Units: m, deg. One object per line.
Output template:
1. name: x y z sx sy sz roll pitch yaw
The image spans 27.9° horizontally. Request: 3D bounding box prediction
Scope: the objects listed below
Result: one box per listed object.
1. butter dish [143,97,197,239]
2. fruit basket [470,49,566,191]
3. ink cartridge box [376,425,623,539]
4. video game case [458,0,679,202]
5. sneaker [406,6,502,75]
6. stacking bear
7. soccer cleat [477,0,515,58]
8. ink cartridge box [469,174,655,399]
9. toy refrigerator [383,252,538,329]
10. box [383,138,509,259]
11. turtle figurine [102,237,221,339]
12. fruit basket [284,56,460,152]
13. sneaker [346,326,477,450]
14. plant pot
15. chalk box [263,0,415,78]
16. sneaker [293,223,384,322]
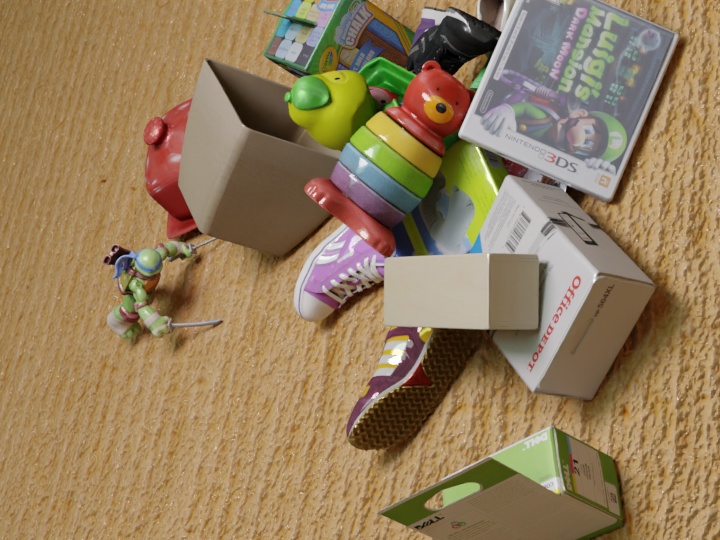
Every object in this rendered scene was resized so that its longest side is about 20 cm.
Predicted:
1. butter dish: -0.255 -0.178 2.140 0.199 0.147 0.201 -22 51 41
2. fruit basket: 0.180 -0.160 1.655 0.184 0.093 0.202 13 81 53
3. ink cartridge box: 0.132 0.205 1.383 0.147 0.199 0.076 -31 46 33
4. video game case: 0.227 -0.201 1.576 0.023 0.180 0.202 88 -154 -82
5. sneaker: 0.106 -0.252 1.690 0.088 0.075 0.200 -65 14 4
6. stacking bear: 0.045 -0.134 1.607 0.201 0.121 0.114 -52 5 7
7. soccer cleat: 0.186 -0.349 1.780 0.069 0.077 0.202 -9 60 47
8. ink cartridge box: 0.196 0.017 1.502 0.147 0.084 0.200 -64 34 23
9. toy refrigerator: 0.104 0.022 1.509 0.199 0.069 0.077 -3 86 61
10. box: 0.090 -0.055 1.660 0.199 0.047 0.123 -36 66 33
11. turtle figurine: -0.281 0.034 2.098 0.194 0.198 0.145 -36 62 59
12. fruit basket: 0.008 -0.194 1.775 0.156 0.216 0.215 -45 36 -6
13. sneaker: 0.050 0.115 1.656 0.200 0.075 0.090 -48 33 6
14. plant pot: -0.138 -0.138 1.954 0.178 0.198 0.200 -60 35 22
15. chalk box: -0.035 -0.302 1.913 0.125 0.199 0.125 28 89 53
16. sneaker: 0.000 0.000 1.786 0.201 0.072 0.114 -52 40 12
